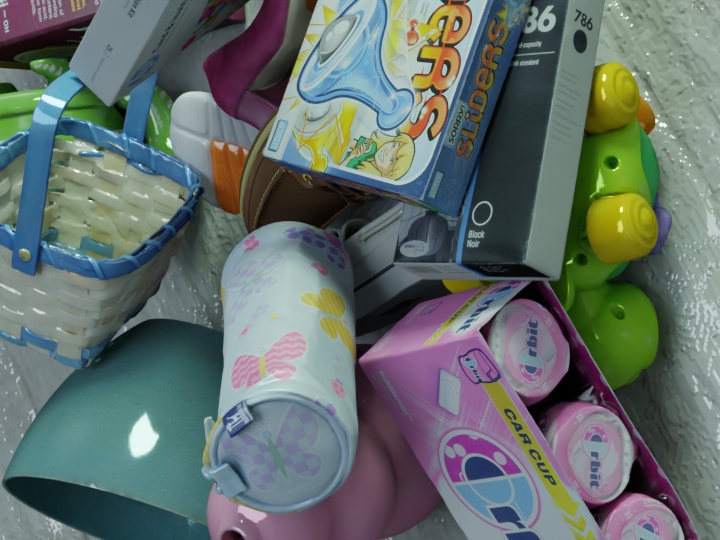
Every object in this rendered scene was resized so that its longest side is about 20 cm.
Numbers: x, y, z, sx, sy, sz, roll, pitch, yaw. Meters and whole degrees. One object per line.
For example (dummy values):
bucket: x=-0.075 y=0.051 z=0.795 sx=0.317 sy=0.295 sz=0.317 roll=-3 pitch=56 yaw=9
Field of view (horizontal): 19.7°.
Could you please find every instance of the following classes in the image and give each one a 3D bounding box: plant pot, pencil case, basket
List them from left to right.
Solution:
basket: x=-0.181 y=-0.053 z=1.339 sx=0.138 sy=0.176 sz=0.201 roll=25 pitch=119 yaw=9
plant pot: x=-0.125 y=0.112 z=1.393 sx=0.199 sy=0.200 sz=0.136 roll=2 pitch=67 yaw=39
pencil case: x=-0.045 y=0.054 z=1.213 sx=0.091 sy=0.083 sz=0.201 roll=-40 pitch=24 yaw=23

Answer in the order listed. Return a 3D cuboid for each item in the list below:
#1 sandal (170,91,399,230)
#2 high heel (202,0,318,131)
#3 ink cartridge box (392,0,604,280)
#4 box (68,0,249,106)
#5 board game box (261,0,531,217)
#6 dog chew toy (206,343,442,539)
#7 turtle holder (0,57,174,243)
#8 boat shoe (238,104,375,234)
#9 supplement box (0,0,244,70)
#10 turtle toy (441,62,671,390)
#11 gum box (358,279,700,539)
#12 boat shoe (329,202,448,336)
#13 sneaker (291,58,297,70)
sandal: x=-0.032 y=-0.070 z=1.387 sx=0.205 sy=0.059 sz=0.080 roll=18 pitch=120 yaw=20
high heel: x=-0.054 y=-0.172 z=1.288 sx=0.096 sy=0.067 sz=0.201 roll=41 pitch=144 yaw=26
ink cartridge box: x=0.081 y=-0.095 z=1.169 sx=0.099 sy=0.039 sz=0.202 roll=-1 pitch=73 yaw=43
box: x=-0.077 y=-0.201 z=1.247 sx=0.041 sy=0.200 sz=0.156 roll=45 pitch=140 yaw=4
board game box: x=0.031 y=-0.142 z=1.180 sx=0.135 sy=0.034 sz=0.202 roll=17 pitch=86 yaw=43
dog chew toy: x=-0.023 y=0.125 z=1.277 sx=0.124 sy=0.200 sz=0.126 roll=13 pitch=116 yaw=28
turtle holder: x=-0.212 y=-0.081 z=1.496 sx=0.141 sy=0.184 sz=0.133 roll=170 pitch=93 yaw=-79
boat shoe: x=-0.014 y=-0.075 z=1.275 sx=0.200 sy=0.071 sz=0.068 roll=-51 pitch=38 yaw=35
supplement box: x=-0.198 y=-0.210 z=1.474 sx=0.199 sy=0.130 sz=0.104 roll=-10 pitch=85 yaw=40
turtle toy: x=0.125 y=-0.028 z=1.222 sx=0.145 sy=0.101 sz=0.202 roll=-13 pitch=82 yaw=38
gum box: x=0.100 y=0.109 z=1.203 sx=0.113 sy=0.066 sz=0.201 roll=-16 pitch=110 yaw=52
boat shoe: x=0.000 y=0.000 z=1.331 sx=0.200 sy=0.071 sz=0.066 roll=-31 pitch=71 yaw=53
sneaker: x=0.011 y=-0.169 z=1.338 sx=0.078 sy=0.080 sz=0.199 roll=45 pitch=147 yaw=-19
